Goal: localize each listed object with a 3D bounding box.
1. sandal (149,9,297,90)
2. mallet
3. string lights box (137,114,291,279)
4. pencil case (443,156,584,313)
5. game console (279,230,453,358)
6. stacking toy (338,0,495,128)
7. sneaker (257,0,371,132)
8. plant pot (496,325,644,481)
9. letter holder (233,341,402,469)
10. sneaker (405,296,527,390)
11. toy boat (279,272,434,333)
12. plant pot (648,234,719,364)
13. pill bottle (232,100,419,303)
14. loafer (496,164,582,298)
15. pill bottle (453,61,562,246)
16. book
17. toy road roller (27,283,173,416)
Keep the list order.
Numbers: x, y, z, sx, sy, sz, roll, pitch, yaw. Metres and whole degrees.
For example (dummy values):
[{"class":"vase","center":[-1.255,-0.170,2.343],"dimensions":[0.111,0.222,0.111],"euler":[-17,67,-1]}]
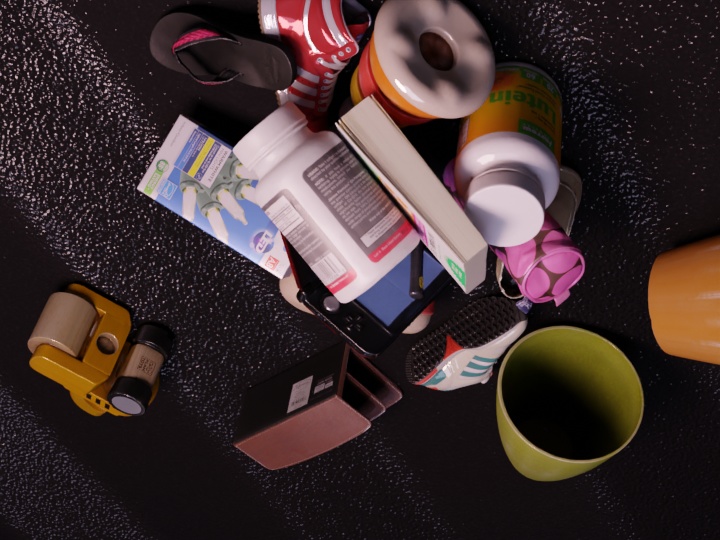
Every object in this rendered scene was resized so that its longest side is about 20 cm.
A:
[{"class":"sandal","center":[-0.159,-0.232,1.315],"dimensions":[0.200,0.045,0.075],"euler":[17,133,31]},{"class":"mallet","center":[0.070,-0.062,1.375],"dimensions":[0.041,0.201,0.066],"euler":[-9,163,28]},{"class":"string lights box","center":[-0.145,-0.085,1.417],"dimensions":[0.200,0.059,0.103],"euler":[31,95,5]},{"class":"pencil case","center":[0.170,-0.050,1.370],"dimensions":[0.091,0.200,0.094],"euler":[-36,141,8]},{"class":"game console","center":[0.022,-0.034,1.388],"dimensions":[0.172,0.200,0.119],"euler":[40,149,10]},{"class":"stacking toy","center":[0.039,-0.201,1.320],"dimensions":[0.146,0.146,0.200],"euler":[31,150,-18]},{"class":"sneaker","center":[-0.035,-0.219,1.329],"dimensions":[0.112,0.071,0.200],"euler":[-1,131,17]},{"class":"plant pot","center":[0.256,0.201,1.616],"dimensions":[0.186,0.188,0.200],"euler":[11,151,0]},{"class":"letter holder","center":[-0.055,0.211,1.722],"dimensions":[0.200,0.101,0.142],"euler":[-28,124,32]},{"class":"sneaker","center":[0.156,0.103,1.612],"dimensions":[0.093,0.071,0.200],"euler":[25,133,-38]},{"class":"toy boat","center":[0.000,0.000,1.505],"dimensions":[0.199,0.131,0.130],"euler":[10,-178,-32]},{"class":"plant pot","center":[0.442,0.034,1.408],"dimensions":[0.183,0.201,0.200],"euler":[-5,134,36]},{"class":"pill bottle","center":[-0.040,-0.074,1.269],"dimensions":[0.111,0.111,0.200],"euler":[-37,95,36]},{"class":"loafer","center":[0.212,-0.040,1.451],"dimensions":[0.075,0.068,0.200],"euler":[13,134,-1]},{"class":"pill bottle","center":[0.157,-0.122,1.293],"dimensions":[0.111,0.200,0.111],"euler":[5,134,6]},{"class":"book","center":[0.059,-0.075,1.277],"dimensions":[0.048,0.200,0.134],"euler":[-38,165,-5]},{"class":"toy road roller","center":[-0.372,0.127,1.693],"dimensions":[0.200,0.123,0.146],"euler":[33,142,-20]}]
